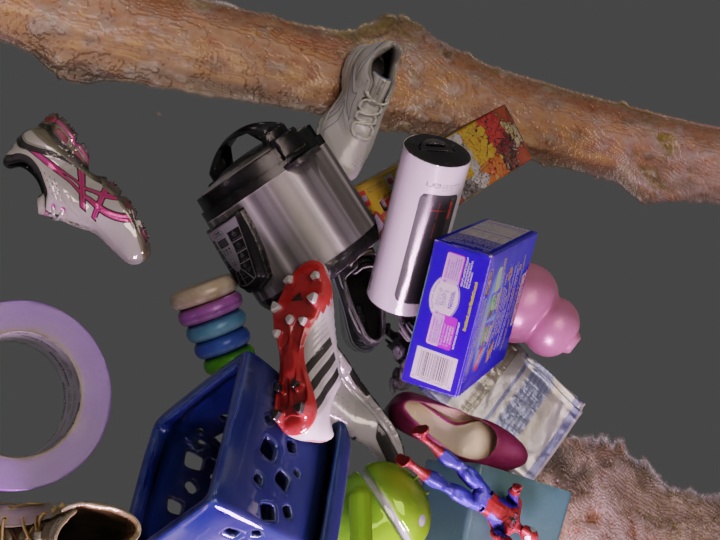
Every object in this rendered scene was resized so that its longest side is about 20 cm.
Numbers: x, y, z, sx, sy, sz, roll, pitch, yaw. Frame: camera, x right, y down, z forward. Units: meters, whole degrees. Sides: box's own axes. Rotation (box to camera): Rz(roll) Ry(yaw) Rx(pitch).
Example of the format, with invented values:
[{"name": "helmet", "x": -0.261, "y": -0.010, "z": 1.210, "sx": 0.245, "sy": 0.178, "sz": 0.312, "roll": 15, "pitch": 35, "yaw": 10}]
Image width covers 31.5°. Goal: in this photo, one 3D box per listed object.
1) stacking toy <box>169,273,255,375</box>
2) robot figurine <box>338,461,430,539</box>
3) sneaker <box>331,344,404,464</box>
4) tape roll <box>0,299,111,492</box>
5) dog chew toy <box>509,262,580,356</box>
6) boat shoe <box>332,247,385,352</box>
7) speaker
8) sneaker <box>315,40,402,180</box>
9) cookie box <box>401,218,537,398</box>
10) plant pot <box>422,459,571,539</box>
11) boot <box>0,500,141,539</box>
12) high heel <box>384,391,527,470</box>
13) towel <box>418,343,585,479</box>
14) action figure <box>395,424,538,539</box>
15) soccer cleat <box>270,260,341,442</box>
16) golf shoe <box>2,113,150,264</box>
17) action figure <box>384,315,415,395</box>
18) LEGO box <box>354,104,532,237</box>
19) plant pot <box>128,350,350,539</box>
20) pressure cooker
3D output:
[{"name": "stacking toy", "x": -0.155, "y": 0.111, "z": 1.506, "sx": 0.085, "sy": 0.085, "sz": 0.202, "roll": -21, "pitch": 95, "yaw": -28}, {"name": "robot figurine", "x": -0.003, "y": 0.305, "z": 1.503, "sx": 0.199, "sy": 0.176, "sz": 0.116, "roll": -33, "pitch": 65, "yaw": -8}, {"name": "sneaker", "x": -0.021, "y": 0.172, "z": 1.571, "sx": 0.080, "sy": 0.074, "sz": 0.201, "roll": -38, "pitch": 94, "yaw": -12}, {"name": "tape roll", "x": -0.376, "y": 0.138, "z": 1.384, "sx": 0.198, "sy": 0.085, "sz": 0.203, "roll": 6, "pitch": 77, "yaw": -25}, {"name": "dog chew toy", "x": 0.198, "y": 0.034, "z": 1.644, "sx": 0.199, "sy": 0.125, "sz": 0.125, "roll": 38, "pitch": 64, "yaw": 10}, {"name": "boat shoe", "x": 0.000, "y": 0.000, "z": 1.603, "sx": 0.071, "sy": 0.071, "sz": 0.203, "roll": -12, "pitch": 84, "yaw": -27}, {"name": "speaker", "x": 0.066, "y": -0.052, "z": 1.464, "sx": 0.080, "sy": 0.081, "sz": 0.202, "roll": -2, "pitch": 123, "yaw": -26}, {"name": "sneaker", "x": 0.000, "y": -0.210, "z": 1.636, "sx": 0.074, "sy": 0.087, "sz": 0.202, "roll": 21, "pitch": 73, "yaw": -23}, {"name": "cookie box", "x": 0.131, "y": 0.039, "z": 1.494, "sx": 0.200, "sy": 0.074, "sz": 0.173, "roll": -21, "pitch": 126, "yaw": -66}, {"name": "plant pot", "x": 0.147, "y": 0.352, "z": 1.578, "sx": 0.140, "sy": 0.141, "sz": 0.203, "roll": 20, "pitch": 77, "yaw": -21}, {"name": "boot", "x": -0.341, "y": 0.277, "z": 1.335, "sx": 0.198, "sy": 0.154, "sz": 0.073, "roll": 1, "pitch": 80, "yaw": -26}, {"name": "high heel", "x": 0.126, "y": 0.201, "z": 1.591, "sx": 0.198, "sy": 0.096, "sz": 0.068, "roll": 26, "pitch": 76, "yaw": -5}, {"name": "towel", "x": 0.188, "y": 0.169, "z": 1.680, "sx": 0.200, "sy": 0.024, "sz": 0.147, "roll": 42, "pitch": 67, "yaw": -3}, {"name": "action figure", "x": 0.142, "y": 0.258, "z": 1.459, "sx": 0.199, "sy": 0.099, "sz": 0.066, "roll": 39, "pitch": 74, "yaw": -19}, {"name": "soccer cleat", "x": -0.053, "y": 0.089, "z": 1.384, "sx": 0.085, "sy": 0.068, "sz": 0.202, "roll": 36, "pitch": 48, "yaw": -50}, {"name": "golf shoe", "x": -0.323, "y": -0.078, "z": 1.463, "sx": 0.092, "sy": 0.073, "sz": 0.200, "roll": -40, "pitch": 89, "yaw": -20}, {"name": "action figure", "x": 0.066, "y": 0.059, "z": 1.590, "sx": 0.069, "sy": 0.130, "sz": 0.202, "roll": 19, "pitch": 75, "yaw": -13}, {"name": "LEGO box", "x": 0.096, "y": -0.119, "z": 1.602, "sx": 0.148, "sy": 0.199, "sz": 0.078, "roll": -31, "pitch": 95, "yaw": -28}, {"name": "plant pot", "x": -0.127, "y": 0.243, "z": 1.404, "sx": 0.179, "sy": 0.200, "sz": 0.202, "roll": 32, "pitch": 43, "yaw": -24}, {"name": "pressure cooker", "x": -0.094, "y": -0.076, "z": 1.497, "sx": 0.175, "sy": 0.179, "sz": 0.201, "roll": -31, "pitch": 97, "yaw": 11}]
